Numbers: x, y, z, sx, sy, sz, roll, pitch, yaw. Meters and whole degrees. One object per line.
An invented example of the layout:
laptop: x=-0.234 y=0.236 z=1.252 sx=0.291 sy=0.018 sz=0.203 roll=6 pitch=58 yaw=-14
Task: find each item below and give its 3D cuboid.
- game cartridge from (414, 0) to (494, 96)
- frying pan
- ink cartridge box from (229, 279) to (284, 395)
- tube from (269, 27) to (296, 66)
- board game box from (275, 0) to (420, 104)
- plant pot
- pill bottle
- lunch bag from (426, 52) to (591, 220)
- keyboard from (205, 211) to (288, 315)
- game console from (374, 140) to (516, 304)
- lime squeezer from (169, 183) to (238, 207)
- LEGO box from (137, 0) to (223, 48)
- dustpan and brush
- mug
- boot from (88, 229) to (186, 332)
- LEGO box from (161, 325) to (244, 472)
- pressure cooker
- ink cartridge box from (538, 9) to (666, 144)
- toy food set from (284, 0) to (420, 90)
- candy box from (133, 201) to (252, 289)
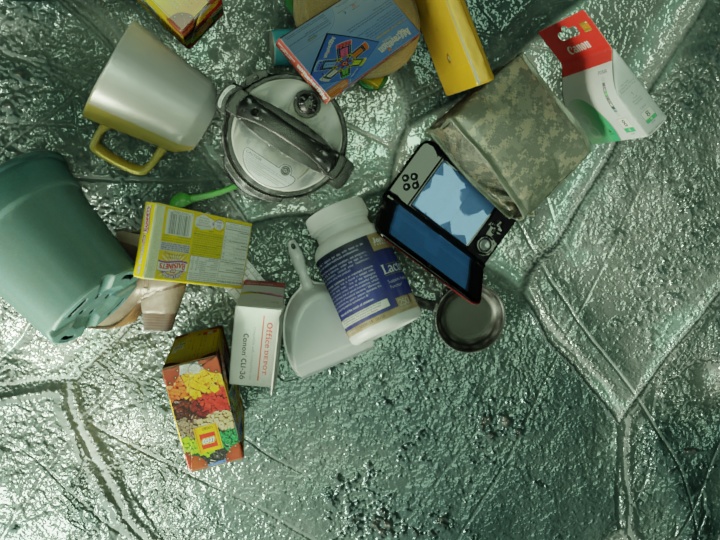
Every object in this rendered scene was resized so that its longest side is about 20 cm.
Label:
game cartridge: x=0.121 y=-0.355 z=1.113 sx=0.032 sy=0.176 sz=0.200 roll=-22 pitch=101 yaw=-4
frying pan: x=0.139 y=0.078 z=1.248 sx=0.190 sy=0.031 sz=0.115 roll=-4 pitch=98 yaw=-5
ink cartridge box: x=-0.147 y=0.092 z=1.113 sx=0.067 sy=0.200 sz=0.117 roll=5 pitch=101 yaw=-6
tube: x=-0.035 y=-0.338 z=1.161 sx=0.200 sy=0.050 sz=0.078 roll=-8 pitch=96 yaw=-13
board game box: x=-0.013 y=-0.316 z=1.061 sx=0.103 sy=0.019 sz=0.200 roll=49 pitch=59 yaw=-2
plant pot: x=-0.414 y=-0.021 z=1.039 sx=0.200 sy=0.200 sz=0.196 roll=-43 pitch=84 yaw=-1
pill bottle: x=0.000 y=0.000 z=1.156 sx=0.116 sy=0.116 sz=0.200 roll=-24 pitch=83 yaw=-5
lunch bag: x=0.232 y=-0.194 z=1.174 sx=0.164 sy=0.118 sz=0.200 roll=-44 pitch=99 yaw=-12
keyboard: x=-0.193 y=0.004 z=1.198 sx=0.056 sy=0.011 sz=0.200 roll=-38 pitch=101 yaw=-2
game console: x=0.138 y=-0.077 z=1.183 sx=0.200 sy=0.119 sz=0.172 roll=36 pitch=91 yaw=-12
lime squeezer: x=-0.268 y=-0.070 z=1.166 sx=0.071 sy=0.038 sz=0.200 roll=36 pitch=94 yaw=-30
LEGO box: x=-0.286 y=-0.408 z=1.051 sx=0.200 sy=0.149 sz=0.077 roll=43 pitch=89 yaw=-12
dustpan and brush: x=-0.071 y=0.048 z=1.207 sx=0.139 sy=0.057 sz=0.200 roll=-22 pitch=107 yaw=-17
mug: x=-0.293 y=-0.238 z=1.105 sx=0.153 sy=0.187 sz=0.150 roll=28 pitch=60 yaw=-20
boot: x=-0.349 y=0.013 z=1.139 sx=0.200 sy=0.070 sz=0.147 roll=2 pitch=97 yaw=3
LEGO box: x=-0.221 y=0.177 z=1.120 sx=0.077 sy=0.200 sz=0.149 roll=-14 pitch=100 yaw=-6
pressure cooker: x=-0.110 y=-0.188 z=1.088 sx=0.176 sy=0.200 sz=0.179 roll=-12 pitch=99 yaw=-10
ink cartridge box: x=0.344 y=-0.282 z=1.165 sx=0.050 sy=0.161 sz=0.200 roll=-45 pitch=102 yaw=-4
toy food set: x=-0.010 y=-0.366 z=1.126 sx=0.200 sy=0.049 sz=0.198 roll=30 pitch=71 yaw=-10
candy box: x=-0.231 y=-0.032 z=1.099 sx=0.026 sy=0.200 sz=0.102 roll=12 pitch=91 yaw=31
